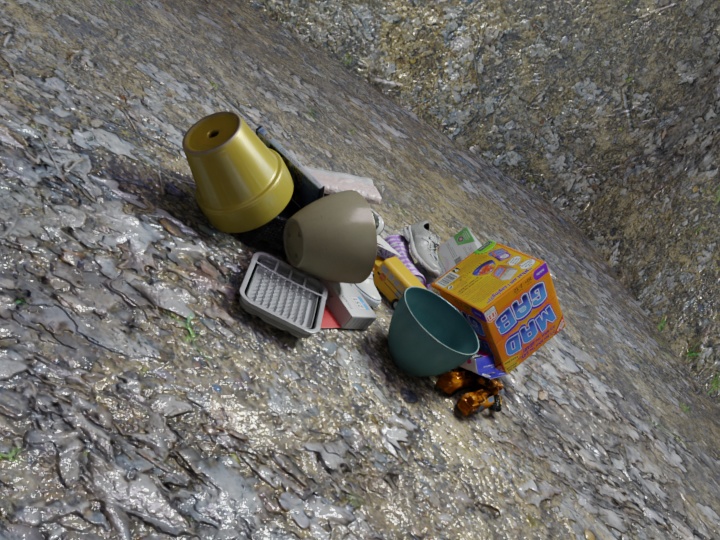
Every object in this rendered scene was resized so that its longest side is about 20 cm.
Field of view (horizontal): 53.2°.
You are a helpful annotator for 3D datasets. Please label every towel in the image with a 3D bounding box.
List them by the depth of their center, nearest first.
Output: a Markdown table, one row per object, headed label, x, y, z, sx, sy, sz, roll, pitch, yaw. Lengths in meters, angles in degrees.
| label | x | y | z | sx | sy | sz | roll | pitch | yaw |
| --- | --- | --- | --- | --- | --- | --- | --- | --- | --- |
| towel | -0.053 | -0.219 | 1.817 | 0.199 | 0.032 | 0.191 | 11 | 18 | -8 |

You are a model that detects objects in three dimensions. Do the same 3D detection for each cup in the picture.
| label | x | y | z | sx | sy | sz | roll | pitch | yaw |
| --- | --- | --- | --- | --- | --- | --- | --- | --- | --- |
| cup | -0.076 | -0.064 | 1.499 | 0.143 | 0.201 | 0.200 | -7 | 47 | -30 |

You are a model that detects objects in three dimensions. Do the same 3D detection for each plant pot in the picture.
| label | x | y | z | sx | sy | sz | roll | pitch | yaw |
| --- | --- | --- | --- | --- | --- | --- | --- | --- | --- |
| plant pot | -0.261 | -0.211 | 1.464 | 0.201 | 0.200 | 0.189 | -115 | 180 | -45 |
| plant pot | 0.137 | 0.152 | 1.559 | 0.200 | 0.135 | 0.200 | 31 | 25 | -16 |

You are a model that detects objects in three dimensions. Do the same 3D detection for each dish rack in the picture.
| label | x | y | z | sx | sy | sz | roll | pitch | yaw |
| --- | --- | --- | --- | --- | --- | --- | --- | --- | --- |
| dish rack | -0.155 | 0.053 | 1.412 | 0.171 | 0.044 | 0.200 | 29 | 25 | -11 |

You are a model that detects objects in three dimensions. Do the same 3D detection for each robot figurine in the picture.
| label | x | y | z | sx | sy | sz | roll | pitch | yaw |
| --- | --- | --- | --- | --- | --- | --- | --- | --- | --- |
| robot figurine | 0.256 | 0.264 | 1.627 | 0.145 | 0.058 | 0.200 | 47 | 25 | 23 |

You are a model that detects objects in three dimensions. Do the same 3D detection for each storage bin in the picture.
| label | x | y | z | sx | sy | sz | roll | pitch | yaw |
| --- | --- | --- | --- | --- | --- | --- | --- | --- | --- |
| storage bin | -0.212 | -0.138 | 1.624 | 0.135 | 0.094 | 0.200 | 20 | 29 | -38 |

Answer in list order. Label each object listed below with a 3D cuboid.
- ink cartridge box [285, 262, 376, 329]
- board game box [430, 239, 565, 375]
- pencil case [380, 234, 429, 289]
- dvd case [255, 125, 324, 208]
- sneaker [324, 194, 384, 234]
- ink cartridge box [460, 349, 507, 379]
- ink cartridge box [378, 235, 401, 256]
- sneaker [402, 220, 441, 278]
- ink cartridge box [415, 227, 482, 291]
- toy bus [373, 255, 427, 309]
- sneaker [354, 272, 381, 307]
| label | x | y | z | sx | sy | sz | roll | pitch | yaw |
| --- | --- | --- | --- | --- | --- | --- | --- | --- | --- |
| ink cartridge box | -0.078 | 0.042 | 1.559 | 0.176 | 0.045 | 0.200 | 7 | 39 | -52 |
| board game box | 0.330 | 0.083 | 1.720 | 0.200 | 0.200 | 0.200 | 31 | -28 | 55 |
| pencil case | 0.114 | -0.014 | 1.889 | 0.085 | 0.084 | 0.200 | -3 | 40 | -15 |
| dvd case | -0.158 | -0.211 | 1.579 | 0.200 | 0.143 | 0.018 | 44 | 68 | 11 |
| sneaker | -0.030 | -0.160 | 1.805 | 0.200 | 0.067 | 0.090 | 39 | 9 | 31 |
| ink cartridge box | 0.233 | 0.195 | 1.647 | 0.200 | 0.037 | 0.095 | 22 | 12 | 33 |
| ink cartridge box | -0.006 | -0.085 | 1.835 | 0.161 | 0.050 | 0.200 | 23 | 15 | -34 |
| sneaker | 0.174 | -0.064 | 1.878 | 0.075 | 0.082 | 0.200 | 48 | 14 | -45 |
| ink cartridge box | 0.240 | 0.004 | 1.889 | 0.084 | 0.200 | 0.145 | 44 | 16 | -35 |
| toy bus | 0.093 | 0.036 | 1.768 | 0.200 | 0.078 | 0.065 | 48 | 33 | 19 |
| sneaker | 0.000 | 0.000 | 1.714 | 0.073 | 0.071 | 0.200 | 14 | 34 | -45 |
